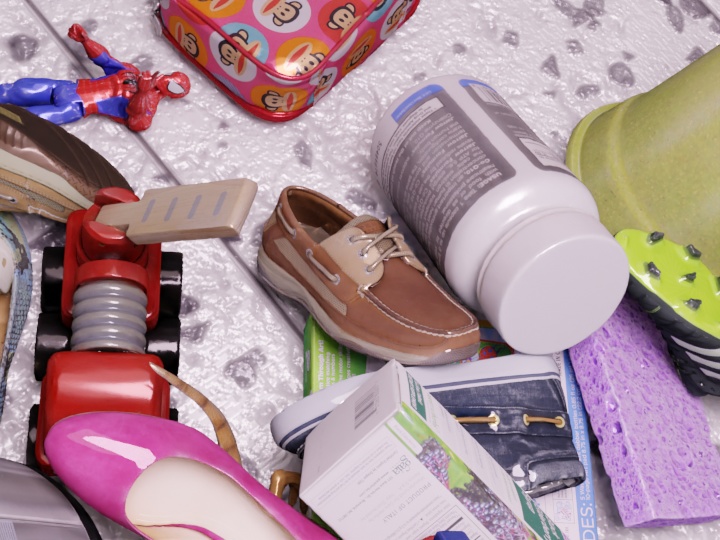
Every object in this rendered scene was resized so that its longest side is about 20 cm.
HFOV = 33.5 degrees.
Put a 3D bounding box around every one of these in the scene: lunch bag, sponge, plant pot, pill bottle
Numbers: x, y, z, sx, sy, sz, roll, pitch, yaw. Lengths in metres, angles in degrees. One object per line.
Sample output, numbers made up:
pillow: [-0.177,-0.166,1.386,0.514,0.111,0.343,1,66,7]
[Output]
lunch bag: [-0.061,-0.230,0.931,0.176,0.082,0.200,41,64,8]
sponge: [0.198,0.081,0.849,0.111,0.030,0.201,9,59,-42]
plant pot: [0.282,-0.089,0.860,0.200,0.184,0.201,16,54,-23]
pill bottle: [0.093,-0.041,0.824,0.113,0.114,0.200,-12,41,-18]

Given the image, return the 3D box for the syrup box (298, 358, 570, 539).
syrup box: [0.060,0.157,0.701,0.081,0.079,0.200,-42,102,12]

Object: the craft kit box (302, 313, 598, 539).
craft kit box: [0.059,0.129,0.816,0.197,0.049,0.201,6,64,-12]

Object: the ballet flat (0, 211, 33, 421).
ballet flat: [-0.254,0.032,0.778,0.074,0.074,0.201,2,64,-12]

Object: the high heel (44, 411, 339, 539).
high heel: [-0.079,0.142,0.646,0.200,0.096,0.067,37,91,-21]

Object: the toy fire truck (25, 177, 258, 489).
toy fire truck: [-0.137,0.027,0.731,0.128,0.200,0.177,3,64,-10]

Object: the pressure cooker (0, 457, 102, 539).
pressure cooker: [-0.232,0.185,0.645,0.178,0.200,0.176,20,83,20]

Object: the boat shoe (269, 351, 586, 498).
boat shoe: [0.048,0.112,0.758,0.200,0.071,0.091,-9,66,-17]

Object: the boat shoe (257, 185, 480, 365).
boat shoe: [0.000,0.000,0.796,0.076,0.072,0.200,-16,34,-42]

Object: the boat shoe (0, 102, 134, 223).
boat shoe: [-0.243,-0.069,0.802,0.200,0.076,0.072,32,17,-38]

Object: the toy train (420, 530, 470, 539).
toy train: [0.078,0.242,0.646,0.115,0.085,0.201,4,105,-15]

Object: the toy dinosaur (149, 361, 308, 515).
toy dinosaur: [-0.075,0.145,0.722,0.060,0.201,0.106,11,14,28]

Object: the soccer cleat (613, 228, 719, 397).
soccer cleat: [0.238,0.046,0.832,0.200,0.081,0.068,35,46,-15]

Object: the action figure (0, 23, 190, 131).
action figure: [-0.216,-0.133,0.852,0.199,0.099,0.065,-10,68,-20]
